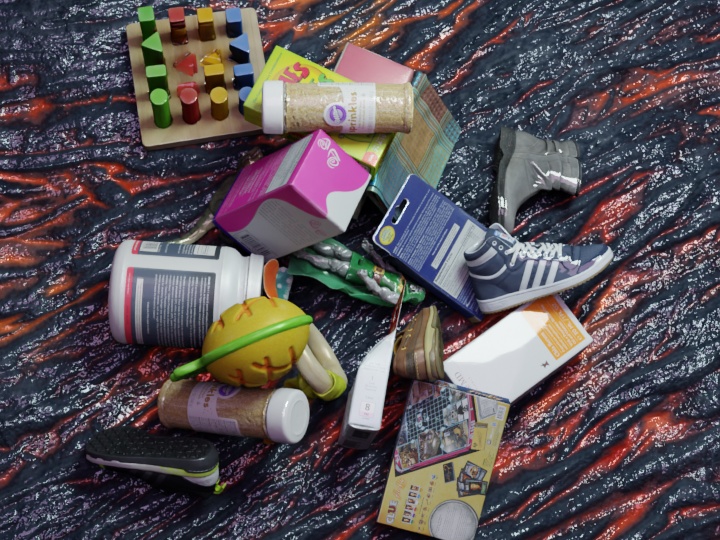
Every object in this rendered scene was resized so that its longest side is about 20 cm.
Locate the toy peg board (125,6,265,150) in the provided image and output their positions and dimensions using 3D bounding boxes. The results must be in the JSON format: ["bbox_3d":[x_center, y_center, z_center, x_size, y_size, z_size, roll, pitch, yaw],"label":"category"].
[{"bbox_3d":[-0.236,-0.299,1.777,0.197,0.098,0.202,-9,73,-7],"label":"toy peg board"}]

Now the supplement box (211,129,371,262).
[{"bbox_3d":[-0.094,-0.096,1.639,0.101,0.199,0.104,41,58,-24],"label":"supplement box"}]

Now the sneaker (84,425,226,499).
[{"bbox_3d":[-0.274,0.265,1.606,0.198,0.084,0.072,7,29,19],"label":"sneaker"}]

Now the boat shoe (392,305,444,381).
[{"bbox_3d":[0.076,0.096,1.632,0.067,0.200,0.073,-8,103,6],"label":"boat shoe"}]

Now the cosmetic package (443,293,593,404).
[{"bbox_3d":[0.212,0.121,1.689,0.199,0.071,0.102,-35,78,-13],"label":"cosmetic package"}]

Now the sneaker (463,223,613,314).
[{"bbox_3d":[0.237,-0.022,1.662,0.198,0.070,0.109,-21,104,16],"label":"sneaker"}]

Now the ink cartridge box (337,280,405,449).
[{"bbox_3d":[0.014,0.127,1.624,0.056,0.163,0.203,8,73,-3],"label":"ink cartridge box"}]

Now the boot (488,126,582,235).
[{"bbox_3d":[0.257,-0.124,1.754,0.130,0.070,0.202,11,57,-1],"label":"boot"}]

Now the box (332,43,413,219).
[{"bbox_3d":[-0.012,-0.198,1.745,0.108,0.128,0.202,22,73,4],"label":"box"}]

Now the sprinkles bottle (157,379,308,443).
[{"bbox_3d":[-0.168,0.182,1.593,0.198,0.068,0.069,3,69,26],"label":"sprinkles bottle"}]

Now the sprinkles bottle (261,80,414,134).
[{"bbox_3d":[-0.030,-0.214,1.595,0.197,0.068,0.069,0,72,-3],"label":"sprinkles bottle"}]

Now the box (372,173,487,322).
[{"bbox_3d":[0.116,-0.033,1.721,0.199,0.032,0.122,36,72,-15],"label":"box"}]

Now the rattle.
[{"bbox_3d":[-0.115,0.107,1.657,0.142,0.130,0.201,-35,94,28],"label":"rattle"}]

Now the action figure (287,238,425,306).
[{"bbox_3d":[0.000,0.000,1.709,0.198,0.055,0.119,24,39,-10],"label":"action figure"}]

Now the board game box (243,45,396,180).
[{"bbox_3d":[-0.049,-0.214,1.656,0.198,0.048,0.102,26,73,5],"label":"board game box"}]

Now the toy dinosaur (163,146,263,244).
[{"bbox_3d":[-0.189,-0.082,1.741,0.088,0.048,0.200,37,75,14],"label":"toy dinosaur"}]

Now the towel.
[{"bbox_3d":[0.079,-0.161,1.741,0.022,0.147,0.202,10,67,35],"label":"towel"}]

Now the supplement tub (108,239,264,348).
[{"bbox_3d":[-0.233,0.034,1.647,0.197,0.141,0.142,4,72,-3],"label":"supplement tub"}]

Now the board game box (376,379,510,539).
[{"bbox_3d":[0.109,0.252,1.615,0.134,0.035,0.202,15,97,1],"label":"board game box"}]

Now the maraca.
[{"bbox_3d":[-0.151,0.099,1.545,0.198,0.137,0.108,-25,80,20],"label":"maraca"}]
